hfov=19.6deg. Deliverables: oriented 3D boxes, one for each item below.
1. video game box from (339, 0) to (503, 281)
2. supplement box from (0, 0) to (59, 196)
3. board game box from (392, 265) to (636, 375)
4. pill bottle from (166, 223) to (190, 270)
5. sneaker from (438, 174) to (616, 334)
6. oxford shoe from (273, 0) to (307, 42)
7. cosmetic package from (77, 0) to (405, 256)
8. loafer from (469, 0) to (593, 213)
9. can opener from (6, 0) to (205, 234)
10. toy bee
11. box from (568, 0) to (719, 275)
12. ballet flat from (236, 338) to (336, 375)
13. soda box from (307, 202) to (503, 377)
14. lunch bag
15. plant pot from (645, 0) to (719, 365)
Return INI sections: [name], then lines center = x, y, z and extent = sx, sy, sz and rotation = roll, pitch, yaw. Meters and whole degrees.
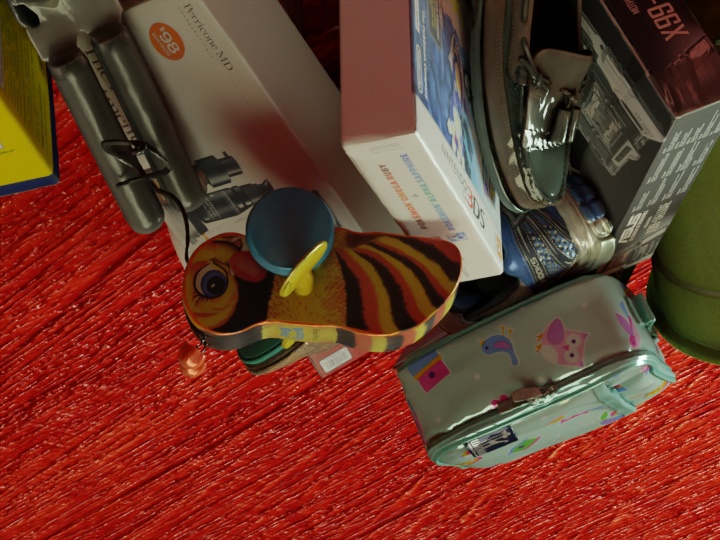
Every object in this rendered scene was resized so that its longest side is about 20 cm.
[video game box]
center = 0.034, -0.118, 1.147
extent = 0.047, 0.200, 0.182
rotation = -7, 155, 14
[supplement box]
center = -0.251, -0.127, 1.151
extent = 0.109, 0.109, 0.200
rotation = -12, 153, 6
[board game box]
center = 0.125, 0.000, 1.481
extent = 0.040, 0.153, 0.200
rotation = 46, 133, -11
[pill bottle]
center = -0.018, -0.053, 1.357
extent = 0.200, 0.113, 0.113
rotation = -21, 152, 15
[sneaker]
center = 0.076, -0.002, 1.303
extent = 0.085, 0.077, 0.200
rotation = -23, 169, -26
[oxford shoe]
center = -0.069, -0.136, 1.232
extent = 0.074, 0.071, 0.200
rotation = -5, 153, 0
[cosmetic package]
center = -0.074, -0.079, 1.202
extent = 0.151, 0.052, 0.200
rotation = -14, 118, 46
[loafer]
center = 0.099, -0.131, 1.150
extent = 0.063, 0.201, 0.072
rotation = -1, -170, 33
[can opener]
center = -0.150, -0.118, 1.160
extent = 0.053, 0.067, 0.200
rotation = -29, 117, -10
[toy bee]
center = -0.051, 0.014, 1.121
extent = 0.200, 0.109, 0.131
rotation = 11, 163, 24
[box]
center = 0.141, -0.108, 1.247
extent = 0.050, 0.158, 0.200
rotation = -21, 159, -19
[ballet flat]
center = 0.000, 0.000, 1.288
extent = 0.067, 0.068, 0.200
rotation = 19, 126, -31
[soda box]
center = 0.038, -0.013, 1.422
extent = 0.200, 0.070, 0.063
rotation = -30, 121, 1
[lunch bag]
center = 0.117, 0.066, 1.316
extent = 0.160, 0.077, 0.200
rotation = -22, 169, 11
[plant pot]
center = 0.249, -0.074, 1.309
extent = 0.200, 0.200, 0.190
rotation = -16, 124, 15
